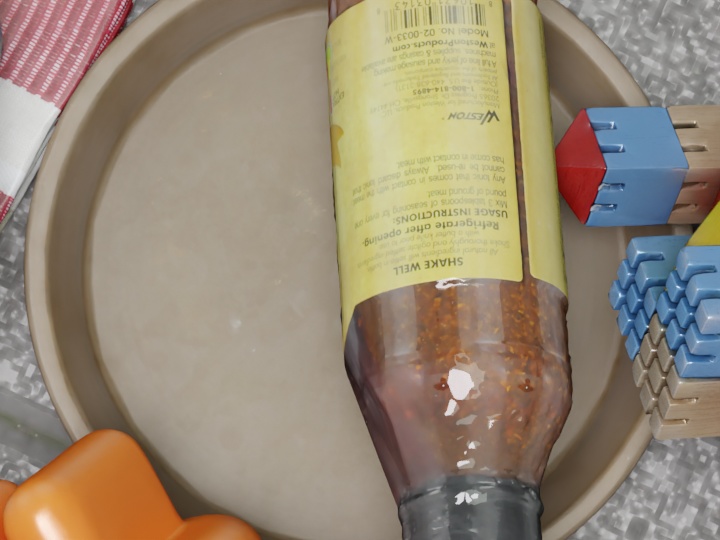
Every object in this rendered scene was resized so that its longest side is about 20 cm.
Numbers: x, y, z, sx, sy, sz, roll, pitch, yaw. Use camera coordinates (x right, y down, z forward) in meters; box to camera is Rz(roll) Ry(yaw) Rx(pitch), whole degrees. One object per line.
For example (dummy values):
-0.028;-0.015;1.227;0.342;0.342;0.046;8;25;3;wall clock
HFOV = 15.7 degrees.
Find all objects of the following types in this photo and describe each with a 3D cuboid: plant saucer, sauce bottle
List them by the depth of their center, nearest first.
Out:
0.025;0.008;0.715;0.066;0.066;0.200;0;67;-4;sauce bottle
0.000;0.000;0.783;0.200;0.029;0.200;0;84;-4;plant saucer

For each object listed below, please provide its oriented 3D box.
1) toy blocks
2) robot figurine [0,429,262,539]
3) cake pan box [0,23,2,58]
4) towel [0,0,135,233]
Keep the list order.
0.134;0.009;0.717;0.137;0.100;0.200;-2;50;-17;toy blocks
-0.055;0.147;0.715;0.144;0.117;0.200;-28;95;-19;robot figurine
-0.205;-0.007;0.720;0.200;0.052;0.184;11;71;-2;cake pan box
-0.164;-0.054;0.782;0.144;0.023;0.200;28;81;2;towel
